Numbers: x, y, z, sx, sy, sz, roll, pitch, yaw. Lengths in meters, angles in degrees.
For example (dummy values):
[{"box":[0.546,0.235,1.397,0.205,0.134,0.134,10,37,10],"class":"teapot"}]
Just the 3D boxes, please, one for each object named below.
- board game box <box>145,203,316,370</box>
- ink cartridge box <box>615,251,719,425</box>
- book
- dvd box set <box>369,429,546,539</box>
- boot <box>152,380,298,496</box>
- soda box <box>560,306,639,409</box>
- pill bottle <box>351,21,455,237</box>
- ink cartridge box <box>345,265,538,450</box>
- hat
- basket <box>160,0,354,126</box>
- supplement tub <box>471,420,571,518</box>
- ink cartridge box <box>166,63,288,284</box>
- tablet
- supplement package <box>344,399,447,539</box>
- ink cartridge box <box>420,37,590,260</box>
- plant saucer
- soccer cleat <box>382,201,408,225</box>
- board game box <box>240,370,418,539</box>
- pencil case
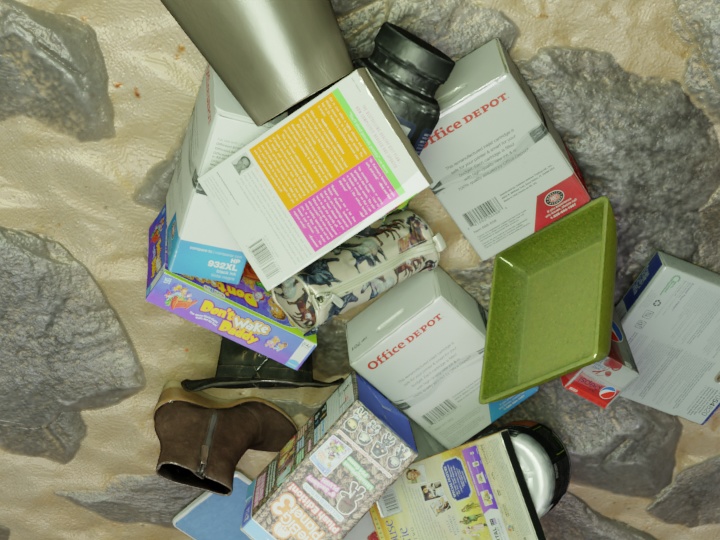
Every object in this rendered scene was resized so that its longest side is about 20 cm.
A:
[{"box":[-0.146,0.018,1.682,0.198,0.135,0.045,26,120,-24],"class":"board game box"},{"box":[0.401,0.088,1.852,0.198,0.041,0.201,21,121,-20],"class":"ink cartridge box"},{"box":[-0.045,-0.088,1.455,0.199,0.048,0.135,-31,93,16],"class":"book"},{"box":[0.109,0.289,1.754,0.198,0.029,0.148,-24,83,25],"class":"dvd box set"},{"box":[-0.162,0.221,1.807,0.198,0.167,0.073,21,119,-20],"class":"boot"},{"box":[0.257,0.062,1.717,0.069,0.201,0.064,27,120,-25],"class":"soda box"},{"box":[0.013,-0.145,1.513,0.111,0.112,0.202,24,104,-22],"class":"pill bottle"},{"box":[0.099,0.106,1.803,0.146,0.086,0.200,-37,120,19],"class":"ink cartridge box"},{"box":[-0.118,0.102,1.768,0.197,0.201,0.082,-1,87,-5],"class":"hat"},{"box":[-0.102,-0.254,1.437,0.179,0.136,0.202,-27,96,17],"class":"basket"},{"box":[0.196,0.253,1.845,0.121,0.200,0.125,0,89,18],"class":"supplement tub"},{"box":[-0.144,-0.112,1.580,0.083,0.146,0.202,12,124,-16],"class":"ink cartridge box"},{"box":[-0.143,0.354,2.004,0.130,0.014,0.200,-39,120,21],"class":"tablet"},{"box":[0.022,0.281,1.901,0.121,0.120,0.200,35,116,-28],"class":"supplement package"},{"box":[0.142,-0.132,1.635,0.143,0.084,0.200,-29,125,14],"class":"ink cartridge box"},{"box":[0.221,0.043,1.663,0.047,0.203,0.199,24,149,-27],"class":"plant saucer"},{"box":[-0.030,-0.080,1.670,0.197,0.068,0.082,-19,110,6],"class":"soccer cleat"},{"box":[-0.037,0.236,1.722,0.097,0.160,0.200,42,96,-7],"class":"board game box"},{"box":[0.000,0.000,1.669,0.199,0.089,0.079,-27,118,-29],"class":"pencil case"}]
